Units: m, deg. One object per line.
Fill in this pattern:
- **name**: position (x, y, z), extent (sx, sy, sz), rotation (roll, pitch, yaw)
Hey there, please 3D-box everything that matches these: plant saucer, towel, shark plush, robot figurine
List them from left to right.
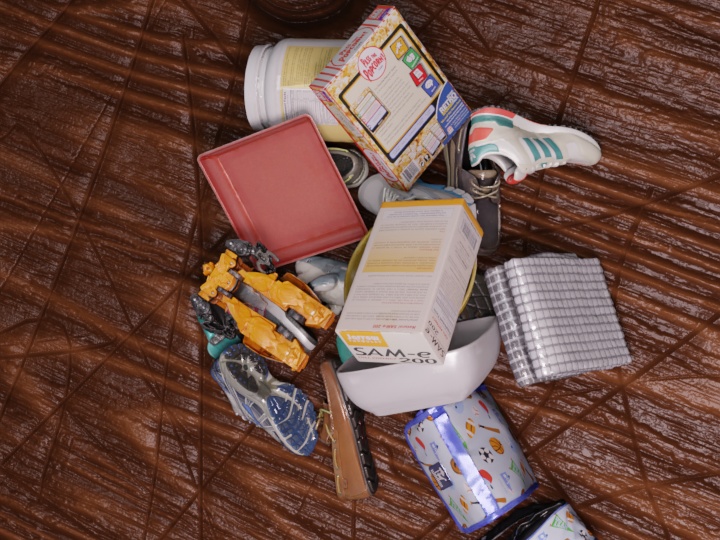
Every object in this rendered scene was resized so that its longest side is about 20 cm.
- **robot figurine**: position (-0.142, 0.049, 1.651), extent (0.199, 0.058, 0.146), rotation (33, 85, 14)
- **plant saucer**: position (-0.107, -0.114, 1.686), extent (0.197, 0.037, 0.202), rotation (-17, 113, 26)
- **shark plush**: position (0.000, 0.000, 1.697), extent (0.197, 0.091, 0.084), rotation (-14, 51, 17)
- **towel**: position (0.260, 0.064, 1.571), extent (0.085, 0.198, 0.168), rotation (-28, 73, 41)

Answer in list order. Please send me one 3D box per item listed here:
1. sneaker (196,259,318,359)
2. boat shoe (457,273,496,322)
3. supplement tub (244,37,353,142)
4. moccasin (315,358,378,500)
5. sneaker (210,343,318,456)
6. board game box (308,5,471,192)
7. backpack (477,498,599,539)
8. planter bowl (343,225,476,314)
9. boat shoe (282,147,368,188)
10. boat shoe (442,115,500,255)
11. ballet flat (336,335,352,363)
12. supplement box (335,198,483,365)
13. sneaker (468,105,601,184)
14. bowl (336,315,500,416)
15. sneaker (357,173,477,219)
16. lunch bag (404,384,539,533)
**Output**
- **sneaker**: position (-0.166, 0.088, 1.716), extent (0.199, 0.084, 0.121), rotation (36, 89, 21)
- **boat shoe**: position (0.115, 0.045, 1.661), extent (0.196, 0.074, 0.077), rotation (5, 72, -3)
- **supplement tub**: position (-0.055, -0.259, 1.688), extent (0.196, 0.145, 0.148), rotation (4, 86, 14)
- **moccasin**: position (-0.030, 0.228, 1.679), extent (0.076, 0.074, 0.205), rotation (-11, 100, 18)
- **sneaker**: position (-0.141, 0.191, 1.705), extent (0.201, 0.077, 0.085), rotation (51, 141, -12)
- **board game box**: position (0.045, -0.232, 1.591), extent (0.152, 0.200, 0.046), rotation (-49, 32, -12)
- **backpack**: position (0.230, 0.398, 1.552), extent (0.154, 0.200, 0.191), rotation (44, 89, 8)
- **planter bowl**: position (0.082, 0.021, 1.564), extent (0.198, 0.083, 0.203), rotation (-15, 59, 27)
- **boat shoe**: position (-0.090, -0.143, 1.730), extent (0.198, 0.060, 0.073), rotation (-8, 84, 12)
- **boat shoe**: position (0.160, -0.122, 1.652), extent (0.073, 0.073, 0.203), rotation (-11, 82, -15)
- **ballet flat**: position (0.059, 0.127, 1.679), extent (0.197, 0.067, 0.072), rotation (11, 112, 14)
- **supplement box**: position (0.064, 0.013, 1.458), extent (0.124, 0.074, 0.202), rotation (0, 55, 33)
- **sneaker**: position (0.236, -0.157, 1.619), extent (0.197, 0.070, 0.095), rotation (15, 77, -15)
- **bowl**: position (0.085, 0.128, 1.530), extent (0.197, 0.200, 0.076), rotation (-14, 95, 22)
- **sneaker**: position (0.063, -0.096, 1.649), extent (0.198, 0.086, 0.076), rotation (14, 108, 40)
- **lunch bag**: position (0.147, 0.251, 1.571), extent (0.123, 0.200, 0.172), rotation (-32, 80, 8)
